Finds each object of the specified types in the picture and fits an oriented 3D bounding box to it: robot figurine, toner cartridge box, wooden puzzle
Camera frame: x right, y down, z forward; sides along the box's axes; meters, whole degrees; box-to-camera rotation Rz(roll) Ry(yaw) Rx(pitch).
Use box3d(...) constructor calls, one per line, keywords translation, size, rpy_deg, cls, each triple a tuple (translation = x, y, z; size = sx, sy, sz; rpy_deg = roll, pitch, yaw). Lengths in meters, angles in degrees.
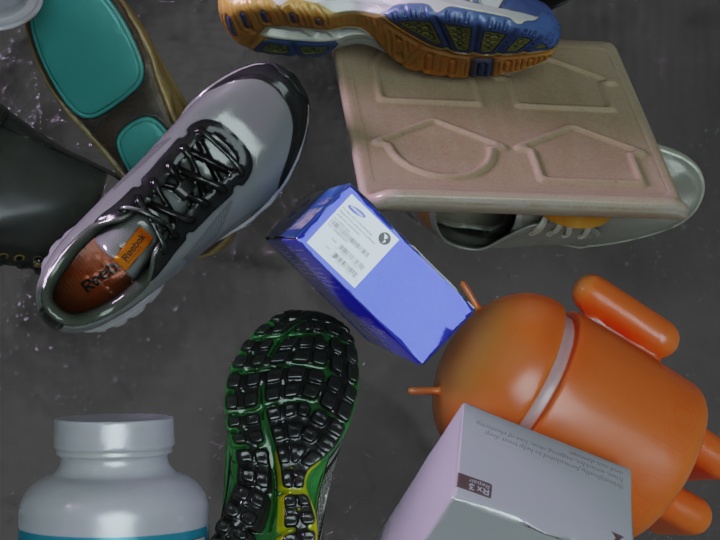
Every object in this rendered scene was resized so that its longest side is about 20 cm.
box3d(translation=(0.129, 0.088, 0.981), size=(0.200, 0.117, 0.144), rpy_deg=(31, 114, -9), cls="robot figurine")
box3d(translation=(0.000, 0.000, 0.915), size=(0.043, 0.200, 0.095), rpy_deg=(-44, 97, -5), cls="toner cartridge box")
box3d(translation=(0.080, -0.080, 0.954), size=(0.185, 0.200, 0.046), rpy_deg=(2, 126, -11), cls="wooden puzzle")

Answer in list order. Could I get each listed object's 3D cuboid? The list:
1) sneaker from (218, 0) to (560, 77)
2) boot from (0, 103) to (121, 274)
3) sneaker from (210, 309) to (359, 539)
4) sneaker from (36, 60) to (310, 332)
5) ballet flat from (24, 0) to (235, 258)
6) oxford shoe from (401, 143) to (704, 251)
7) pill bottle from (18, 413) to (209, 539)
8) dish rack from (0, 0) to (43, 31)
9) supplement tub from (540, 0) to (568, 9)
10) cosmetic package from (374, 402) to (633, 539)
box3d(translation=(0.020, -0.170, 0.937), size=(0.199, 0.075, 0.088), rpy_deg=(9, 68, -1), cls="sneaker")
box3d(translation=(-0.239, -0.003, 0.942), size=(0.138, 0.077, 0.200), rpy_deg=(27, 92, -20), cls="boot")
box3d(translation=(-0.051, 0.118, 0.972), size=(0.078, 0.085, 0.201), rpy_deg=(13, 71, 2), cls="sneaker")
box3d(translation=(-0.104, -0.034, 0.901), size=(0.074, 0.079, 0.200), rpy_deg=(44, 97, -6), cls="sneaker")
box3d(translation=(-0.136, -0.098, 0.963), size=(0.068, 0.063, 0.200), rpy_deg=(-26, 98, 13), cls="ballet flat")
box3d(translation=(0.121, -0.043, 1.001), size=(0.199, 0.058, 0.075), rpy_deg=(1, 113, -12), cls="oxford shoe")
box3d(translation=(-0.142, 0.185, 0.931), size=(0.110, 0.111, 0.201), rpy_deg=(0, 88, -10), cls="pill bottle")
box3d(translation=(-0.278, -0.204, 0.901), size=(0.199, 0.044, 0.172), rpy_deg=(1, 47, -11), cls="dish rack")
box3d(translation=(0.112, -0.222, 0.941), size=(0.122, 0.200, 0.123), rpy_deg=(0, 89, -11), cls="supplement tub")
box3d(translation=(0.063, 0.184, 0.929), size=(0.113, 0.081, 0.200), rpy_deg=(24, 125, -10), cls="cosmetic package")
